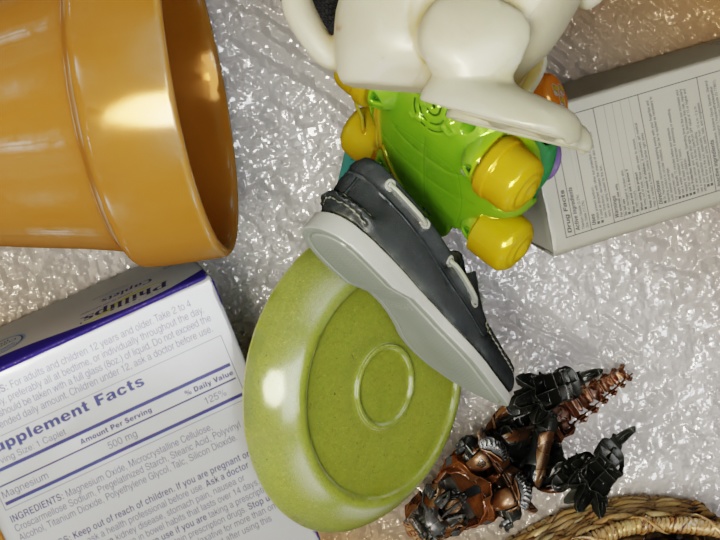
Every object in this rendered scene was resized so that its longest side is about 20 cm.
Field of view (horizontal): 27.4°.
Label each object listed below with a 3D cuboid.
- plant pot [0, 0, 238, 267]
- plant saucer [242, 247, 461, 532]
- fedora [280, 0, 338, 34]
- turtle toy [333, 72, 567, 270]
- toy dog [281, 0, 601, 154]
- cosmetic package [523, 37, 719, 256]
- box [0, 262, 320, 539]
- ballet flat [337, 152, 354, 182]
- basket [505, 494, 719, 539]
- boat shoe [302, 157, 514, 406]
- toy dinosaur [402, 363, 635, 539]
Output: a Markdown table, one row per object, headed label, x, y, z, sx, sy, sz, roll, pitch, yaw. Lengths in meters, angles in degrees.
| label | x | y | z | sx | sy | sz | roll | pitch | yaw |
| --- | --- | --- | --- | --- | --- | --- | --- | --- | --- |
| plant pot | -0.182 | -0.093 | 0.881 | 0.181 | 0.200 | 0.203 | -10 | 105 | 4 |
| plant saucer | 0.007 | 0.073 | 0.960 | 0.199 | 0.031 | 0.203 | -9 | 103 | -45 |
| fedora | -0.001 | -0.203 | 0.898 | 0.199 | 0.201 | 0.092 | -27 | 121 | -7 |
| turtle toy | 0.067 | -0.081 | 0.914 | 0.145 | 0.201 | 0.101 | 39 | 72 | 19 |
| toy dog | 0.070 | -0.178 | 0.757 | 0.192 | 0.139 | 0.202 | 18 | 94 | 20 |
| cosmetic package | 0.203 | -0.091 | 1.029 | 0.198 | 0.073 | 0.105 | -16 | 105 | -10 |
| box | -0.152 | 0.117 | 0.967 | 0.182 | 0.105 | 0.202 | -24 | 107 | -10 |
| ballet flat | 0.000 | 0.000 | 1.003 | 0.062 | 0.067 | 0.202 | 16 | 98 | -26 |
| basket | 0.200 | 0.252 | 1.062 | 0.198 | 0.149 | 0.145 | -12 | 105 | -10 |
| boat shoe | 0.045 | 0.011 | 0.917 | 0.061 | 0.075 | 0.200 | -56 | 131 | -17 |
| toy dinosaur | 0.115 | 0.119 | 1.035 | 0.102 | 0.136 | 0.201 | 38 | 63 | -9 |
